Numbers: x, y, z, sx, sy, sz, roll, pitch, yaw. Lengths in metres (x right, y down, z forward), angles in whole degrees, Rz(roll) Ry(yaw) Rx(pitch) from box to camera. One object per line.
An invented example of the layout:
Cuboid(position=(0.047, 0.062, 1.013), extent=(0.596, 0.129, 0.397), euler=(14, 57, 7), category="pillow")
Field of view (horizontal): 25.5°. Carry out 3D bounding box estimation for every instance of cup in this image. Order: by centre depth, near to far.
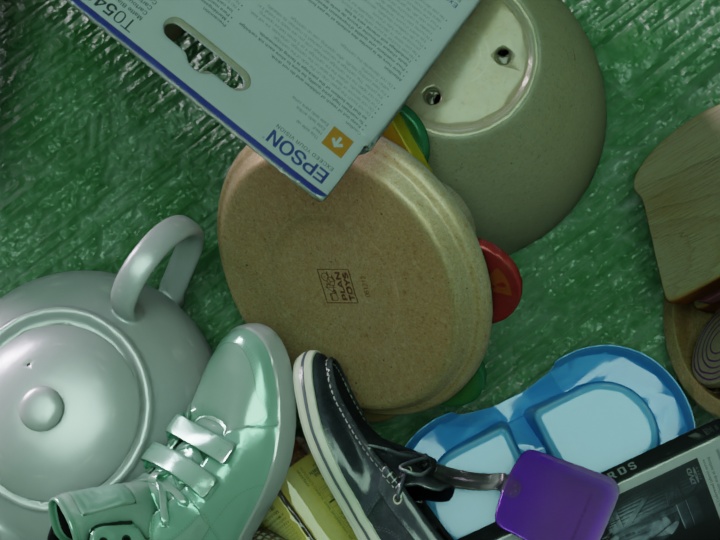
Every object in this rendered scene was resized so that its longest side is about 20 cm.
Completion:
Cuboid(position=(0.061, -0.115, 1.001), extent=(0.198, 0.143, 0.203), euler=(0, 82, 3), category="cup")

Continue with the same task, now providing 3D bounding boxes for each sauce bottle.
Cuboid(position=(-0.002, 0.199, 0.998), extent=(0.066, 0.066, 0.201), euler=(-35, 81, -2), category="sauce bottle")

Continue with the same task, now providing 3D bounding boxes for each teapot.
Cuboid(position=(-0.176, 0.084, 0.986), extent=(0.195, 0.146, 0.202), euler=(-11, 80, 2), category="teapot")

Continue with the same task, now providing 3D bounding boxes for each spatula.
Cuboid(position=(0.055, 0.123, 0.962), extent=(0.198, 0.021, 0.057), euler=(12, 60, 29), category="spatula")

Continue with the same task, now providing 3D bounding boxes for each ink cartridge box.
Cuboid(position=(-0.047, -0.160, 0.876), extent=(0.199, 0.041, 0.201), euler=(39, 64, -2), category="ink cartridge box")

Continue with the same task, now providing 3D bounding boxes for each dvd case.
Cuboid(position=(0.155, 0.197, 0.974), extent=(0.198, 0.025, 0.151), euler=(-25, 110, -1), category="dvd case")

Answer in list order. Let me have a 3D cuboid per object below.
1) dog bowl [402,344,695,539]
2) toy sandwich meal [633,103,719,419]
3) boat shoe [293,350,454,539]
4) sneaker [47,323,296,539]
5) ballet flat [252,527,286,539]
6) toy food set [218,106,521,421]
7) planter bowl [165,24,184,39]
Cuboid(position=(0.114, 0.126, 1.009), extent=(0.198, 0.050, 0.112), euler=(-26, 81, -1), category="dog bowl")
Cuboid(position=(0.237, -0.009, 0.960), extent=(0.070, 0.204, 0.207), euler=(20, 82, -31), category="toy sandwich meal")
Cuboid(position=(0.022, 0.130, 0.921), extent=(0.062, 0.075, 0.201), euler=(-31, 73, 8), category="boat shoe")
Cuboid(position=(-0.111, 0.118, 0.909), extent=(0.073, 0.118, 0.202), euler=(14, 84, 45), category="sneaker")
Cuboid(position=(-0.081, 0.249, 0.993), extent=(0.070, 0.065, 0.202), euler=(6, 104, -34), category="ballet flat")
Cuboid(position=(0.000, 0.000, 0.957), extent=(0.197, 0.049, 0.201), euler=(-20, 103, 42), category="toy food set")
Cuboid(position=(-0.131, -0.235, 1.023), extent=(0.200, 0.200, 0.135), euler=(42, 113, 9), category="planter bowl")
